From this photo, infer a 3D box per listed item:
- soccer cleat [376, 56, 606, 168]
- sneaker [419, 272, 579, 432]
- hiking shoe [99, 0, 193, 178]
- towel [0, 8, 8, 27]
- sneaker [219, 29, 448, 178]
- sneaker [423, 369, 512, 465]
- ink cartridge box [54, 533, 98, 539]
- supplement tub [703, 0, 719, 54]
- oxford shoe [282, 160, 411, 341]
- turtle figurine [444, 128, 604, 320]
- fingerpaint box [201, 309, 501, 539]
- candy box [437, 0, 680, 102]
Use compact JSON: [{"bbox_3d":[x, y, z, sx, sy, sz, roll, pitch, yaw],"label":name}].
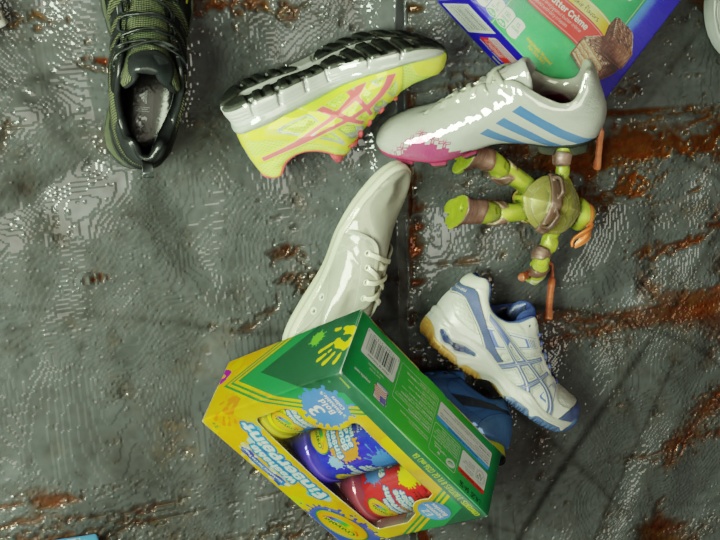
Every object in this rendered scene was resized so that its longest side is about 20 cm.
[{"bbox_3d":[0.110,-0.143,0.895,0.199,0.070,0.087,-4,130,7],"label":"soccer cleat"},{"bbox_3d":[0.153,0.080,0.995,0.200,0.075,0.088,36,94,-26],"label":"sneaker"},{"bbox_3d":[-0.157,-0.172,0.795,0.075,0.101,0.201,-4,104,-22],"label":"hiking shoe"},{"bbox_3d":[-0.373,-0.184,0.740,0.200,0.034,0.133,-34,114,-12],"label":"towel"},{"bbox_3d":[-0.016,-0.141,0.883,0.199,0.078,0.091,-22,118,-10],"label":"sneaker"},{"bbox_3d":[0.052,0.125,0.985,0.199,0.066,0.079,18,60,-15],"label":"sneaker"},{"bbox_3d":[-0.263,0.327,0.820,0.146,0.200,0.147,-4,104,-22],"label":"ink cartridge box"},{"bbox_3d":[0.431,-0.247,0.962,0.145,0.200,0.146,-5,105,-20],"label":"supplement tub"},{"bbox_3d":[0.000,0.000,0.912,0.075,0.058,0.201,14,105,-62],"label":"oxford shoe"},{"bbox_3d":[0.160,-0.055,0.974,0.161,0.064,0.201,11,99,-24],"label":"turtle figurine"},{"bbox_3d":[-0.006,0.145,0.898,0.200,0.166,0.074,47,41,-25],"label":"fingerpaint box"},{"bbox_3d":[0.195,-0.263,0.929,0.169,0.077,0.200,39,86,-26],"label":"candy box"}]
